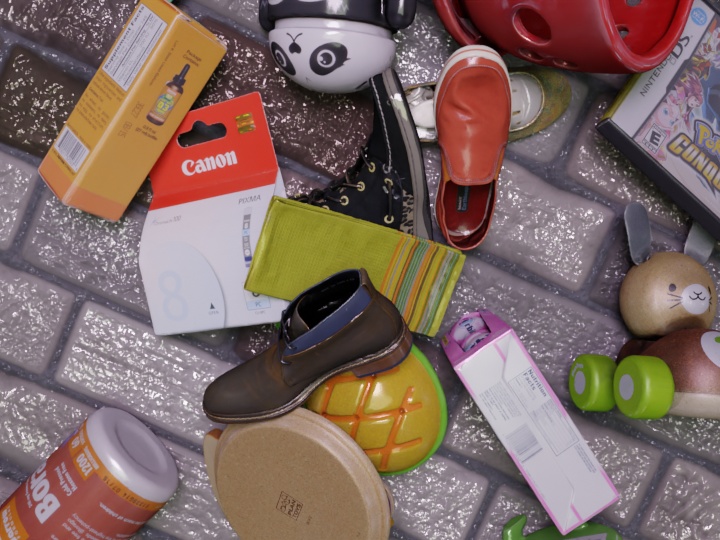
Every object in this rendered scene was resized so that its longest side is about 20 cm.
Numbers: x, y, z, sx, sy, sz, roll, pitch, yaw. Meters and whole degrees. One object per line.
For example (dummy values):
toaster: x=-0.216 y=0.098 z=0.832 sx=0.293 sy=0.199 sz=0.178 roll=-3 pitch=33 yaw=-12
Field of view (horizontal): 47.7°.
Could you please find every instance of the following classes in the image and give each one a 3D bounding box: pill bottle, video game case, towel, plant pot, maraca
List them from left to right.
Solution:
pill bottle: x=-0.280 y=0.238 z=0.782 sx=0.200 sy=0.112 sz=0.112 roll=-45 pitch=96 yaw=3
maraca: x=-0.002 y=0.106 z=0.780 sx=0.137 sy=0.107 sz=0.201 roll=-40 pitch=88 yaw=16
towel: x=0.000 y=0.000 z=0.724 sx=0.198 sy=0.018 sz=0.087 roll=15 pitch=97 yaw=-27
plant pot: x=0.165 y=-0.267 z=0.683 sx=0.181 sy=0.199 sz=0.203 roll=10 pitch=98 yaw=42
video game case: x=0.344 y=-0.137 z=0.773 sx=0.199 sy=0.025 sz=0.181 roll=40 pitch=72 yaw=-5

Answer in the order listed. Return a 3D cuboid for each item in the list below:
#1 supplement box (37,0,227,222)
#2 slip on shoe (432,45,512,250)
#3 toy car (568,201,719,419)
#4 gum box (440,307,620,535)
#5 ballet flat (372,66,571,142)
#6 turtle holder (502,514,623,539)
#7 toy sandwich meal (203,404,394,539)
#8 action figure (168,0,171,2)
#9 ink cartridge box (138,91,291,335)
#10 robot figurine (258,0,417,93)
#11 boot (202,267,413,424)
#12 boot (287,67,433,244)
supplement box: x=-0.211 y=-0.148 z=0.749 sx=0.069 sy=0.066 sz=0.201 roll=43 pitch=101 yaw=34
slip on shoe: x=0.101 y=-0.104 z=0.736 sx=0.073 sy=0.062 sz=0.202 roll=-1 pitch=128 yaw=-3
toy car: x=0.302 y=0.037 z=0.769 sx=0.162 sy=0.158 sz=0.203 roll=4 pitch=84 yaw=-14
gum box: x=0.154 y=0.135 z=0.783 sx=0.066 sy=0.114 sz=0.201 roll=-33 pitch=97 yaw=2
ballet flat: x=0.111 y=-0.155 z=0.775 sx=0.197 sy=0.071 sz=0.072 roll=-7 pitch=96 yaw=-1
turtle holder: x=0.184 y=0.329 z=0.792 sx=0.184 sy=0.141 sz=0.133 roll=-27 pitch=97 yaw=0
toy sandwich meal: x=-0.055 y=0.203 z=0.768 sx=0.203 sy=0.070 sz=0.208 roll=9 pitch=113 yaw=23
action figure: x=-0.139 y=-0.339 z=0.754 sx=0.199 sy=0.055 sz=0.119 roll=-33 pitch=94 yaw=6
ink cartridge box: x=-0.141 y=-0.047 z=0.753 sx=0.158 sy=0.047 sz=0.203 roll=-8 pitch=99 yaw=30
robot figurine: x=-0.022 y=-0.262 z=0.728 sx=0.123 sy=0.150 sz=0.203 roll=2 pitch=99 yaw=-13
boot: x=-0.061 y=0.062 z=0.697 sx=0.198 sy=0.075 sz=0.097 roll=-23 pitch=135 yaw=4
boot: x=-0.016 y=-0.074 z=0.745 sx=0.152 sy=0.074 sz=0.205 roll=-10 pitch=130 yaw=3
